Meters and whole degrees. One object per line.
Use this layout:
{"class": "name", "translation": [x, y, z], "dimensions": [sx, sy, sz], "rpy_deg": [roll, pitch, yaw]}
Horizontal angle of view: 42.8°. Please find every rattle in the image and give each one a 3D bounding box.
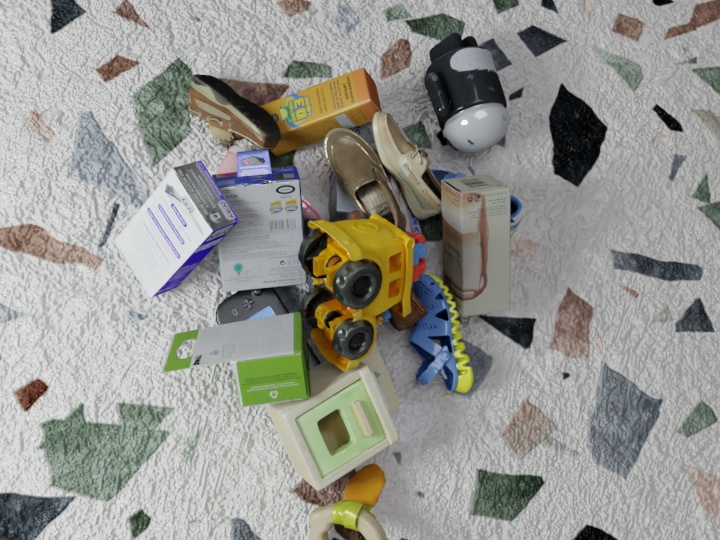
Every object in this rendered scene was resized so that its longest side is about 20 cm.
{"class": "rattle", "translation": [0.009, 0.421, 1.380], "dimensions": [0.129, 0.143, 0.202], "rpy_deg": [-25, 97, 13]}

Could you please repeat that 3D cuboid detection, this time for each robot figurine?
{"class": "robot figurine", "translation": [0.181, -0.302, 1.581], "dimensions": [0.148, 0.125, 0.203], "rpy_deg": [-14, 77, -5]}

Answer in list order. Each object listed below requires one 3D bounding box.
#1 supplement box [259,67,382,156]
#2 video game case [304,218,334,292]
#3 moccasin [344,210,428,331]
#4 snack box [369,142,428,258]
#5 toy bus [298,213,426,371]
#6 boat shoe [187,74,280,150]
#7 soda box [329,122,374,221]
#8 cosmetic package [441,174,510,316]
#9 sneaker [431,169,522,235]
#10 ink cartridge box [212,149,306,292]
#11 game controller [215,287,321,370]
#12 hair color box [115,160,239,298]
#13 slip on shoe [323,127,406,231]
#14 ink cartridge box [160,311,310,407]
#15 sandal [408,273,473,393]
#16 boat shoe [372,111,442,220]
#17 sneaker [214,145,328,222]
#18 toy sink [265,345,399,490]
{"class": "supplement box", "translation": [-0.068, -0.255, 1.489], "dimensions": [0.198, 0.069, 0.067], "rpy_deg": [-19, 70, 17]}
{"class": "video game case", "translation": [0.000, 0.000, 1.463], "dimensions": [0.198, 0.019, 0.145], "rpy_deg": [8, 71, -38]}
{"class": "moccasin", "translation": [0.040, -0.006, 1.423], "dimensions": [0.077, 0.074, 0.203], "rpy_deg": [-31, 97, -3]}
{"class": "snack box", "translation": [0.061, -0.111, 1.508], "dimensions": [0.072, 0.024, 0.203], "rpy_deg": [-14, 89, -59]}
{"class": "toy bus", "translation": [0.018, 0.020, 1.335], "dimensions": [0.190, 0.135, 0.203], "rpy_deg": [-14, 120, -30]}
{"class": "boat shoe", "translation": [-0.207, -0.241, 1.476], "dimensions": [0.200, 0.075, 0.075], "rpy_deg": [40, 25, 30]}
{"class": "soda box", "translation": [-0.014, -0.180, 1.530], "dimensions": [0.067, 0.063, 0.203], "rpy_deg": [4, 74, -13]}
{"class": "cosmetic package", "translation": [0.183, -0.042, 1.467], "dimensions": [0.086, 0.103, 0.203], "rpy_deg": [-8, 108, -13]}
{"class": "sneaker", "translation": [0.186, -0.125, 1.551], "dimensions": [0.198, 0.082, 0.075], "rpy_deg": [21, 72, -4]}
{"class": "ink cartridge box", "translation": [-0.154, -0.078, 1.399], "dimensions": [0.134, 0.077, 0.203], "rpy_deg": [-6, 114, -7]}
{"class": "game controller", "translation": [-0.140, 0.118, 1.426], "dimensions": [0.104, 0.042, 0.201], "rpy_deg": [-31, 82, -19]}
{"class": "hair color box", "translation": [-0.275, -0.059, 1.363], "dimensions": [0.065, 0.200, 0.110], "rpy_deg": [-27, 80, -48]}
{"class": "slip on shoe", "translation": [0.006, -0.138, 1.447], "dimensions": [0.075, 0.061, 0.202], "rpy_deg": [-28, 86, 8]}
{"class": "ink cartridge box", "translation": [-0.176, 0.134, 1.330], "dimensions": [0.197, 0.148, 0.077], "rpy_deg": [-9, 110, -1]}
{"class": "sandal", "translation": [0.115, 0.103, 1.470], "dimensions": [0.086, 0.080, 0.203], "rpy_deg": [-11, 75, -17]}
{"class": "boat shoe", "translation": [0.083, -0.173, 1.481], "dimensions": [0.201, 0.064, 0.072], "rpy_deg": [60, 30, -26]}
{"class": "sneaker", "translation": [-0.154, -0.104, 1.472], "dimensions": [0.199, 0.075, 0.105], "rpy_deg": [34, 71, 2]}
{"class": "toy sink", "translation": [-0.022, 0.209, 1.368], "dimensions": [0.198, 0.112, 0.132], "rpy_deg": [-28, 106, -19]}
